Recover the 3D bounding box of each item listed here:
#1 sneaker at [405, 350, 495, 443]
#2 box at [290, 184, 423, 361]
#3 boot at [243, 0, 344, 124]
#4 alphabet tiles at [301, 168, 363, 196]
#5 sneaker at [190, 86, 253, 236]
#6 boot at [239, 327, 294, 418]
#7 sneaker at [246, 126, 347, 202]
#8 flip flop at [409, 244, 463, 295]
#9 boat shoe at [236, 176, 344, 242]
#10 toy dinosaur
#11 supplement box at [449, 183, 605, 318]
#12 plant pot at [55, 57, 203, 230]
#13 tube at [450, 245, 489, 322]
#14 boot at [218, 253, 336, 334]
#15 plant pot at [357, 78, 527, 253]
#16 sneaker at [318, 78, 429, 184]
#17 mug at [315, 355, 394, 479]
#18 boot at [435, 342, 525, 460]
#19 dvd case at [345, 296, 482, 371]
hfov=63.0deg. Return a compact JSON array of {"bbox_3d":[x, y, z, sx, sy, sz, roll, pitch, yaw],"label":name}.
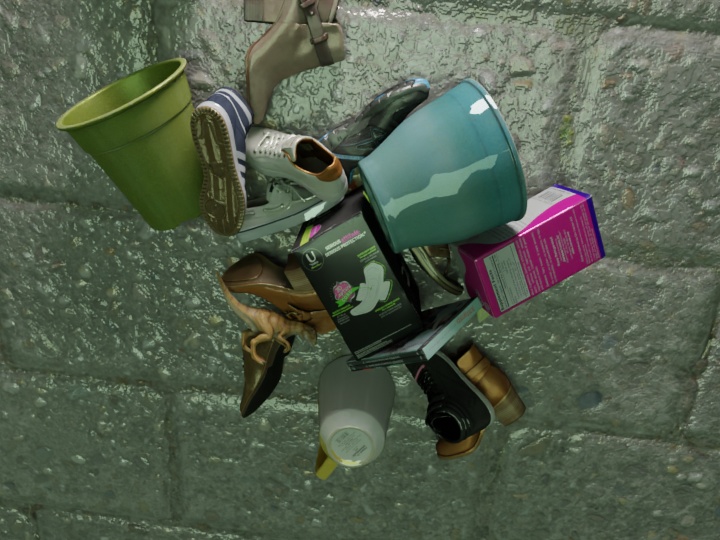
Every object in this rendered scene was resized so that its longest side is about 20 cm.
[{"bbox_3d":[0.124,0.201,0.977,0.199,0.098,0.072,40,128,25],"label":"sneaker"},{"bbox_3d":[0.000,0.000,0.908,0.121,0.150,0.204,-25,110,13],"label":"box"},{"bbox_3d":[-0.093,-0.311,0.841,0.140,0.071,0.206,0,120,-5],"label":"boot"},{"bbox_3d":[0.009,-0.107,0.949,0.193,0.008,0.172,-15,110,9],"label":"alphabet tiles"},{"bbox_3d":[-0.190,-0.159,0.847,0.067,0.110,0.205,4,128,4],"label":"sneaker"},{"bbox_3d":[-0.183,0.173,1.056,0.074,0.073,0.205,32,114,17],"label":"boot"},{"bbox_3d":[-0.105,-0.178,0.858,0.195,0.074,0.085,25,158,18],"label":"sneaker"},{"bbox_3d":[0.107,-0.038,0.934,0.057,0.081,0.201,-40,106,2],"label":"flip flop"},{"bbox_3d":[-0.124,-0.115,0.919,0.196,0.075,0.088,-15,108,25],"label":"boat shoe"},{"bbox_3d":[-0.166,0.085,0.961,0.195,0.060,0.109,25,93,-14],"label":"toy dinosaur"},{"bbox_3d":[0.249,-0.032,0.884,0.195,0.101,0.106,-26,111,-4],"label":"supplement box"},{"bbox_3d":[-0.299,-0.171,0.858,0.193,0.203,0.194,-17,123,10],"label":"plant pot"},{"bbox_3d":[0.183,-0.018,0.952,0.057,0.052,0.204,-18,112,26],"label":"tube"},{"bbox_3d":[-0.132,0.050,0.991,0.193,0.075,0.157,-4,133,27],"label":"boot"},{"bbox_3d":[0.100,-0.125,0.809,0.183,0.201,0.205,-24,110,-1],"label":"plant pot"},{"bbox_3d":[0.027,-0.207,0.872,0.196,0.074,0.083,-30,104,25],"label":"sneaker"},{"bbox_3d":[-0.011,0.272,1.027,0.143,0.154,0.193,0,113,3],"label":"mug"},{"bbox_3d":[0.175,0.235,1.046,0.199,0.077,0.156,-39,98,28],"label":"boot"},{"bbox_3d":[0.079,0.101,0.907,0.198,0.145,0.022,-19,103,54],"label":"dvd case"}]
